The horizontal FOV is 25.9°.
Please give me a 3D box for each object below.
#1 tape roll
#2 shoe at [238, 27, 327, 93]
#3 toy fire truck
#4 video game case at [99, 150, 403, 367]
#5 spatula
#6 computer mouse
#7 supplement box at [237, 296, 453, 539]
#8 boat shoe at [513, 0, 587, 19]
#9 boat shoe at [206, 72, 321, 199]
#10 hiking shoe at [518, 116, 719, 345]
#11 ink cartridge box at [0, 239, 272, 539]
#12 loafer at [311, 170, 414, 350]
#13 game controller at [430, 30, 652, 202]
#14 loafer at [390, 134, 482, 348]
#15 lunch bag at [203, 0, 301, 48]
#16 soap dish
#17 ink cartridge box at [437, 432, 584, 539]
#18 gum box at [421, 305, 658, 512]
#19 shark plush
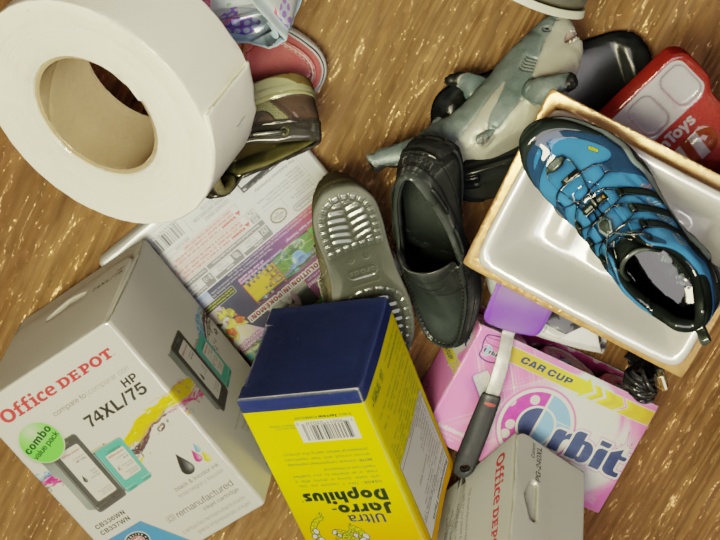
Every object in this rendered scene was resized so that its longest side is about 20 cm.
[{"bbox_3d":[-0.178,-0.133,1.158,0.201,0.071,0.204,18,138,17],"label":"tape roll"},{"bbox_3d":[-0.119,-0.170,1.248,0.198,0.091,0.072,14,106,-13],"label":"shoe"},{"bbox_3d":[0.240,-0.069,1.313,0.168,0.112,0.200,41,108,-20],"label":"toy fire truck"},{"bbox_3d":[-0.091,-0.006,1.345,0.199,0.023,0.183,-39,109,4],"label":"video game case"},{"bbox_3d":[0.116,0.089,1.335,0.056,0.021,0.202,15,106,-10],"label":"spatula"},{"bbox_3d":[0.181,0.048,1.374,0.199,0.110,0.044,32,111,-6],"label":"computer mouse"},{"bbox_3d":[-0.008,0.136,1.297,0.108,0.109,0.201,-7,127,21],"label":"supplement box"},{"bbox_3d":[0.101,-0.264,1.261,0.200,0.072,0.061,23,109,-11],"label":"boat shoe"},{"bbox_3d":[-0.122,-0.092,1.264,0.199,0.065,0.073,-26,154,17],"label":"boat shoe"},{"bbox_3d":[0.195,-0.037,1.152,0.200,0.087,0.074,43,108,-1],"label":"hiking shoe"},{"bbox_3d":[-0.184,0.113,1.290,0.146,0.146,0.201,-32,110,19],"label":"ink cartridge box"},{"bbox_3d":[0.000,0.000,1.315,0.074,0.070,0.202,-11,126,-4],"label":"loafer"},{"bbox_3d":[0.161,-0.131,1.338,0.198,0.042,0.105,-18,96,-3],"label":"game controller"},{"bbox_3d":[0.056,-0.013,1.279,0.067,0.071,0.202,11,130,25],"label":"loafer"},{"bbox_3d":[-0.115,-0.281,1.164,0.199,0.127,0.171,28,65,-18],"label":"lunch bag"},{"bbox_3d":[0.204,-0.031,1.240,0.199,0.081,0.158,27,108,3],"label":"soap dish"},{"bbox_3d":[0.103,0.258,1.357,0.083,0.146,0.200,30,130,-18],"label":"ink cartridge box"},{"bbox_3d":[0.159,0.124,1.401,0.198,0.066,0.114,25,104,-15],"label":"gum box"},{"bbox_3d":[0.100,-0.133,1.299,0.199,0.091,0.084,-32,71,14],"label":"shark plush"}]
